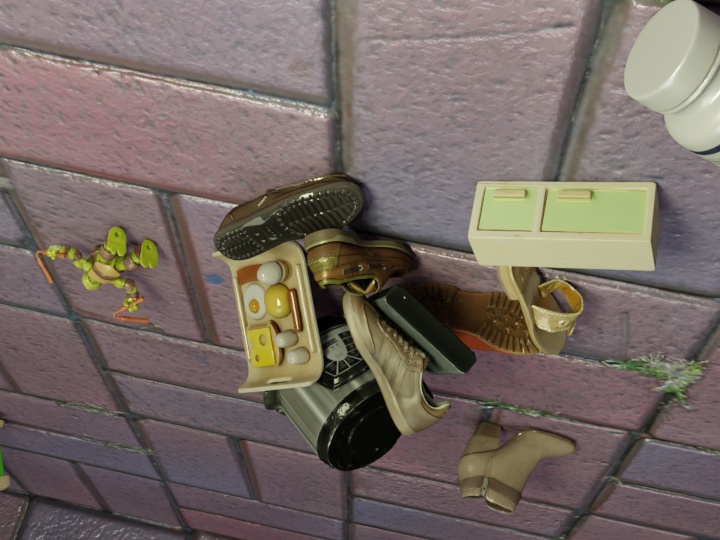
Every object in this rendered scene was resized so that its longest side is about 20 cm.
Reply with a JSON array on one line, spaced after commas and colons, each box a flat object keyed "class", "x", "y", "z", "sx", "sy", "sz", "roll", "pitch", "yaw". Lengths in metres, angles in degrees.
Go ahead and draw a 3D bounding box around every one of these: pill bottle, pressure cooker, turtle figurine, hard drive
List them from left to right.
[{"class": "turtle figurine", "x": -0.360, "y": -0.002, "z": 1.563, "sx": 0.199, "sy": 0.065, "sz": 0.161, "roll": 37, "pitch": 138, "yaw": -24}, {"class": "pressure cooker", "x": -0.036, "y": 0.165, "z": 1.540, "sx": 0.175, "sy": 0.179, "sz": 0.200, "roll": 17, "pitch": -157, "yaw": -49}, {"class": "hard drive", "x": 0.072, "y": 0.081, "z": 1.410, "sx": 0.139, "sy": 0.033, "sz": 0.200, "roll": 43, "pitch": 169, "yaw": -3}, {"class": "pill bottle", "x": 0.330, "y": -0.144, "z": 0.906, "sx": 0.199, "sy": 0.121, "sz": 0.120, "roll": 24, "pitch": 152, "yaw": -20}]

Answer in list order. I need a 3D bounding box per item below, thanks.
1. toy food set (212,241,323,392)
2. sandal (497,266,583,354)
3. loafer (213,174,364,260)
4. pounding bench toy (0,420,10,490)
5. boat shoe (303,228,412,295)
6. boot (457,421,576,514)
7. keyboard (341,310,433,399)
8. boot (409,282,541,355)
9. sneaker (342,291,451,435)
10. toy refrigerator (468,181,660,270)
[{"class": "toy food set", "x": -0.134, "y": 0.063, "z": 1.466, "sx": 0.143, "sy": 0.202, "sz": 0.060, "roll": -11, "pitch": 178, "yaw": 39}, {"class": "sandal", "x": 0.246, "y": 0.043, "z": 1.354, "sx": 0.069, "sy": 0.078, "sz": 0.212, "roll": -2, "pitch": 144, "yaw": 35}, {"class": "loafer", "x": -0.090, "y": -0.078, "z": 1.292, "sx": 0.198, "sy": 0.071, "sz": 0.073, "roll": -16, "pitch": 136, "yaw": 19}, {"class": "pounding bench toy", "x": -0.896, "y": 0.412, "z": 2.506, "sx": 0.199, "sy": 0.157, "sz": 0.124, "roll": 29, "pitch": 149, "yaw": -28}, {"class": "boat shoe", "x": 0.000, "y": 0.000, "z": 1.327, "sx": 0.072, "sy": 0.069, "sz": 0.199, "roll": -21, "pitch": 162, "yaw": 35}, {"class": "boot", "x": 0.267, "y": 0.347, "z": 1.850, "sx": 0.198, "sy": 0.147, "sz": 0.070, "roll": 9, "pitch": 152, "yaw": 7}, {"class": "keyboard", "x": 0.025, "y": 0.102, "z": 1.483, "sx": 0.021, "sy": 0.200, "sz": 0.127, "roll": -47, "pitch": 125, "yaw": 9}, {"class": "boot", "x": 0.164, "y": 0.078, "z": 1.474, "sx": 0.198, "sy": 0.076, "sz": 0.107, "roll": 16, "pitch": 158, "yaw": 14}, {"class": "sneaker", "x": 0.047, "y": 0.107, "z": 1.362, "sx": 0.075, "sy": 0.201, "sz": 0.070, "roll": -25, "pitch": -174, "yaw": 12}, {"class": "toy refrigerator", "x": 0.225, "y": -0.052, "z": 1.182, "sx": 0.198, "sy": 0.077, "sz": 0.070, "roll": 2, "pitch": 152, "yaw": 22}]
